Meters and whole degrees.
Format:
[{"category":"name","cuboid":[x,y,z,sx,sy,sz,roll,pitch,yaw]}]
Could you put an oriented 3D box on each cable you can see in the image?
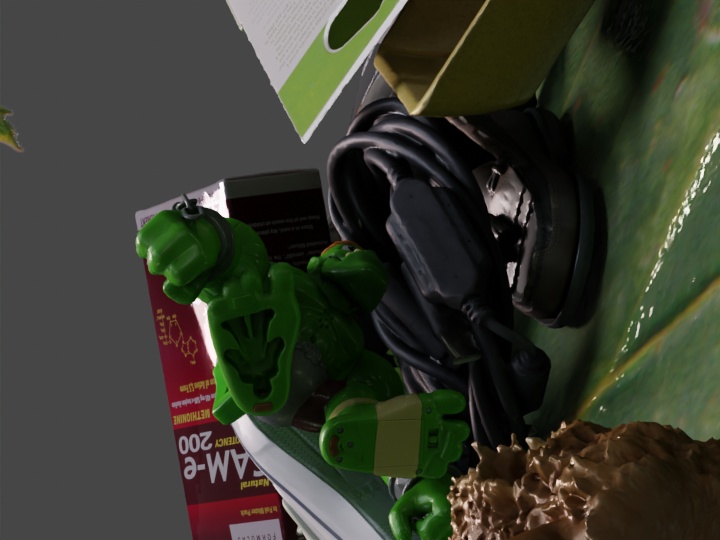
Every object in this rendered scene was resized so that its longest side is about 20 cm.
[{"category":"cable","cuboid":[0.038,0.013,1.214,0.163,0.051,0.200,79,165,-47]}]

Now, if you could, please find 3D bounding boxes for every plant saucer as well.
[{"category":"plant saucer","cuboid":[0.086,-0.157,1.219,0.200,0.048,0.200,-57,11,7]}]

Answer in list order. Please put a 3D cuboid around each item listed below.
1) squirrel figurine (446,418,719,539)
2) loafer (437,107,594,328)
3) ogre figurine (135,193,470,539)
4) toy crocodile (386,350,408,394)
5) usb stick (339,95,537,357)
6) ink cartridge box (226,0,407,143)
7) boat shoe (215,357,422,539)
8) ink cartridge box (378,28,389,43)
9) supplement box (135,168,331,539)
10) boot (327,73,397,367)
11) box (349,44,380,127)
[{"category":"squirrel figurine","cuboid":[0.066,0.145,0.821,0.187,0.141,0.200,96,-163,-63]},{"category":"loafer","cuboid":[0.067,-0.029,1.235,0.200,0.063,0.072,-97,22,-69]},{"category":"ogre figurine","cuboid":[-0.027,0.036,1.153,0.098,0.200,0.120,-62,19,10]},{"category":"toy crocodile","cuboid":[0.035,0.066,1.325,0.068,0.062,0.200,62,-150,-41]},{"category":"usb stick","cuboid":[0.030,-0.032,1.334,0.033,0.055,0.200,-8,42,51]},{"category":"ink cartridge box","cuboid":[0.007,-0.160,1.281,0.148,0.076,0.200,-53,38,23]},{"category":"boat shoe","cuboid":[-0.009,0.108,1.233,0.200,0.073,0.067,49,142,37]},{"category":"ink cartridge box","cuboid":[0.037,-0.231,1.481,0.147,0.146,0.200,-176,99,-83]},{"category":"supplement box","cuboid":[-0.054,0.056,1.362,0.109,0.061,0.200,-17,83,59]},{"category":"boot","cuboid":[0.002,0.001,1.477,0.200,0.072,0.182,-85,7,-61]},{"category":"box","cuboid":[0.026,-0.091,1.702,0.200,0.050,0.199,121,160,-64]}]
